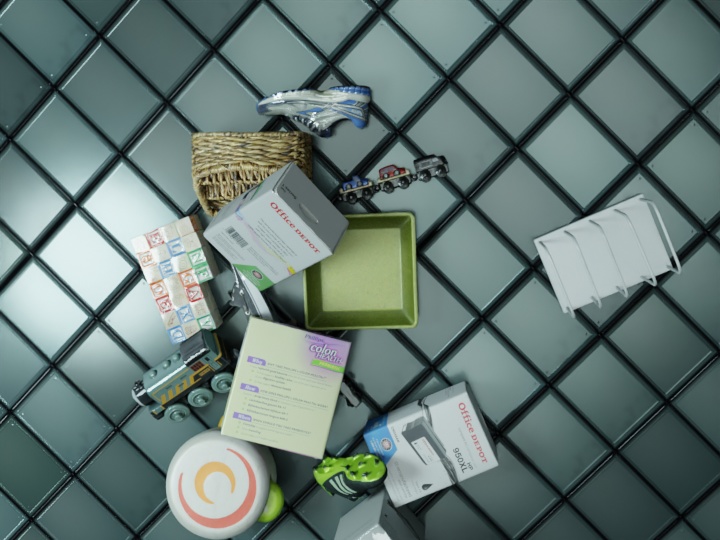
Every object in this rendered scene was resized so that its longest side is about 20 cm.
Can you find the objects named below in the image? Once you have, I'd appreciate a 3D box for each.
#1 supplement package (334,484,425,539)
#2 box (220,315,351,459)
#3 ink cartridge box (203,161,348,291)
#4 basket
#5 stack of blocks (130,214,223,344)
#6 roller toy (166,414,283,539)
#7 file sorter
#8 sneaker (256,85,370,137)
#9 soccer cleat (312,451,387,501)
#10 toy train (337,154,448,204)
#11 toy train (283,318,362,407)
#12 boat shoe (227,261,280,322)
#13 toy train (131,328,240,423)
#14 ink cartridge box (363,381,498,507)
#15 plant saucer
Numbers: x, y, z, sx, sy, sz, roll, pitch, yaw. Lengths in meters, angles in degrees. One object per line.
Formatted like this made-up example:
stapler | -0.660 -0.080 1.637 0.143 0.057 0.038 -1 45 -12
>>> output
supplement package | 0.032 0.473 1.588 0.117 0.200 0.117 -41 92 8
box | -0.127 0.194 1.559 0.175 0.097 0.202 14 87 -7
ink cartridge box | -0.139 -0.069 1.524 0.199 0.084 0.145 -26 116 43
basket | -0.182 -0.160 1.564 0.198 0.143 0.150 1 96 5
stack of blocks | -0.311 0.015 1.637 0.114 0.059 0.201 -20 94 7
roller toy | -0.243 0.368 1.632 0.182 0.140 0.201 -27 86 1
file sorter | 0.412 -0.022 1.536 0.199 0.125 0.140 -23 95 7
sneaker | -0.080 -0.268 1.578 0.198 0.077 0.086 -3 100 6
soccer cleat | -0.007 0.362 1.604 0.068 0.199 0.081 -43 106 -32
toy train | 0.053 -0.159 1.591 0.199 0.034 0.046 -16 87 5
toy train | -0.068 0.163 1.641 0.034 0.046 0.200 -41 94 -7
boat shoe | -0.200 0.050 1.632 0.066 0.070 0.201 -23 101 6
toy train | -0.306 0.186 1.626 0.199 0.085 0.114 -33 131 10
ink cartridge box | 0.124 0.303 1.619 0.199 0.084 0.145 -24 94 7
plant saucer | 0.000 0.000 1.614 0.198 0.048 0.202 -2 97 5
